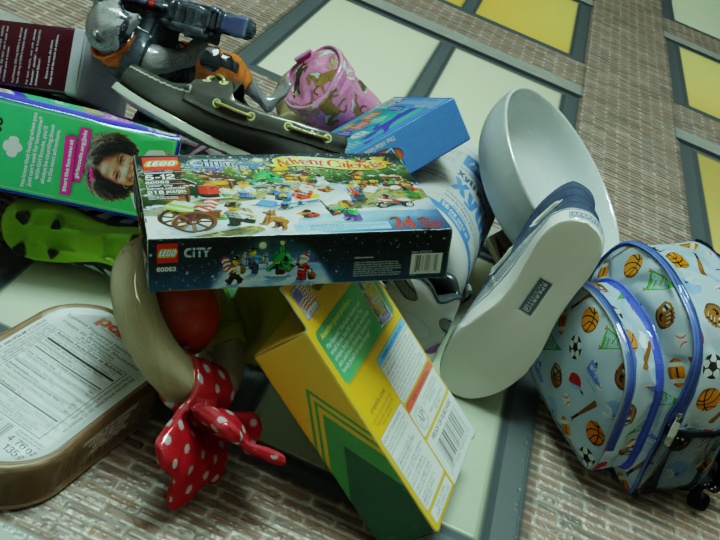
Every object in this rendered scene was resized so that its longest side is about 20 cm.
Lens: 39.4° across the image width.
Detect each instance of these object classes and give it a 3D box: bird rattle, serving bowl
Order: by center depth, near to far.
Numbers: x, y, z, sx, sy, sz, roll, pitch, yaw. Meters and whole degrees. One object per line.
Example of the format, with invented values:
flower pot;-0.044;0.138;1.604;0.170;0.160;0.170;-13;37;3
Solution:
bird rattle;-0.121;0.054;0.703;0.164;0.112;0.201;54;29;-21
serving bowl;0.174;-0.075;0.982;0.199;0.065;0.202;34;41;-37

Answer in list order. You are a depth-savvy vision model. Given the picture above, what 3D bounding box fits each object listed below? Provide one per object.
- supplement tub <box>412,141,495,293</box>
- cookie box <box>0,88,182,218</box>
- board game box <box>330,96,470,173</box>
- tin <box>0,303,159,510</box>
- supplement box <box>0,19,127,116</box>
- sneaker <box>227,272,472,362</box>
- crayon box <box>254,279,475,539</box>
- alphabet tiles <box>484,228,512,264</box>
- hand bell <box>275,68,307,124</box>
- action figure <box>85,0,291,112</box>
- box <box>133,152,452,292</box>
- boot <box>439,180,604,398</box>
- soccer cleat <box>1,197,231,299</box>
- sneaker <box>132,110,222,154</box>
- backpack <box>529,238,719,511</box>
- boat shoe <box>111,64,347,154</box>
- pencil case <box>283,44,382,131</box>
supplement tub;0.057;-0.042;0.969;0.130;0.133;0.200;25;32;5
cookie box;-0.261;-0.103;0.829;0.197;0.076;0.171;11;7;-20
board game box;-0.016;-0.098;0.936;0.198;0.045;0.152;-30;18;-11
tin;-0.214;0.086;0.688;0.111;0.042;0.200;33;32;10
supplement box;-0.325;-0.190;0.930;0.197;0.062;0.109;8;-2;10
sneaker;0.000;0.000;0.826;0.198;0.141;0.078;20;30;-24
crayon box;0.001;0.078;0.723;0.201;0.051;0.126;58;29;-12
alphabet tiles;0.187;-0.009;1.020;0.199;0.007;0.169;-26;89;-57
hand bell;-0.081;-0.130;1.082;0.103;0.105;0.201;24;42;3
action figure;-0.152;-0.179;0.874;0.199;0.106;0.192;24;1;44
box;-0.052;-0.038;0.689;0.197;0.038;0.137;-3;29;-16
boot;0.140;0.019;0.866;0.072;0.201;0.091;34;27;-6
soccer cleat;-0.198;-0.022;0.843;0.197;0.068;0.081;18;18;-7
sneaker;-0.163;-0.150;1.039;0.080;0.087;0.200;33;31;15
backpack;0.243;0.071;0.855;0.152;0.192;0.201;3;36;-29
boat shoe;-0.106;-0.124;0.824;0.199;0.061;0.072;27;3;3
pencil case;0.001;-0.154;1.074;0.086;0.083;0.200;22;-12;45
